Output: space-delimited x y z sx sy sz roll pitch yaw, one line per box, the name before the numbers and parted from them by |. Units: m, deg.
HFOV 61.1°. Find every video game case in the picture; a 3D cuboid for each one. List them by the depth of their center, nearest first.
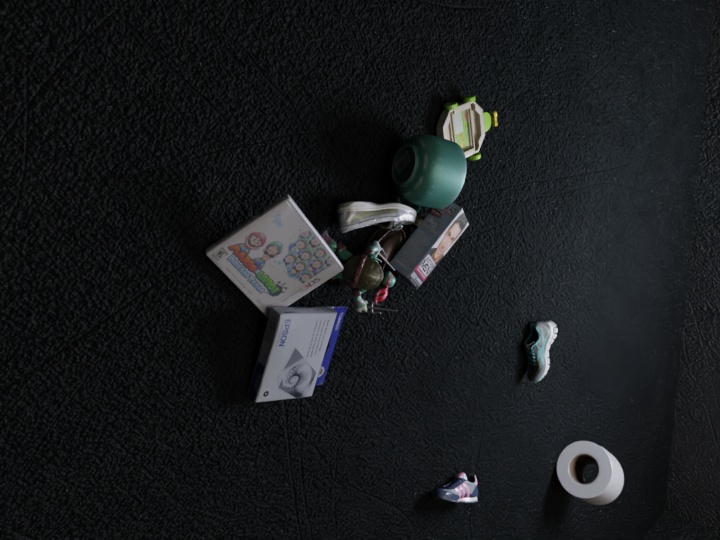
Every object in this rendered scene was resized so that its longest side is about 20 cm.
video game case | -0.155 -0.020 1.136 0.182 0.024 0.200 -33 128 5

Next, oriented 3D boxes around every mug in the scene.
mug | 0.135 -0.203 1.330 0.114 0.152 0.186 8 99 -33

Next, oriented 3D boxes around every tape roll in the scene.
tape roll | 0.835 0.737 2.219 0.139 0.202 0.203 37 76 -43

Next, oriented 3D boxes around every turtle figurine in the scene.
turtle figurine | 0.000 0.000 1.234 0.101 0.199 0.150 95 17 -78

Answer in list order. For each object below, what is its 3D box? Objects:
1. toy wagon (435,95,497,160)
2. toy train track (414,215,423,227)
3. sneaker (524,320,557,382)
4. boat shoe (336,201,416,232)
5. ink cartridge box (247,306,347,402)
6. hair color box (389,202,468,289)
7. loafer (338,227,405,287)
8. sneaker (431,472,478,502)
toy wagon | 0.262 -0.344 1.490 0.200 0.040 0.156 -30 121 -35
toy train track | 0.192 -0.132 1.487 0.115 0.032 0.201 35 76 -43
sneaker | 0.546 0.250 1.914 0.091 0.078 0.201 12 90 -29
boat shoe | 0.037 -0.110 1.310 0.201 0.074 0.065 0 84 -39
ink cartridge box | -0.117 0.169 1.248 0.200 0.041 0.200 1 113 -43
hair color box | 0.160 -0.062 1.407 0.200 0.061 0.099 -52 155 -3
loafer | 0.039 -0.027 1.345 0.200 0.071 0.073 -46 129 -24
sneaker | 0.271 0.624 1.761 0.200 0.070 0.082 22 69 -47
